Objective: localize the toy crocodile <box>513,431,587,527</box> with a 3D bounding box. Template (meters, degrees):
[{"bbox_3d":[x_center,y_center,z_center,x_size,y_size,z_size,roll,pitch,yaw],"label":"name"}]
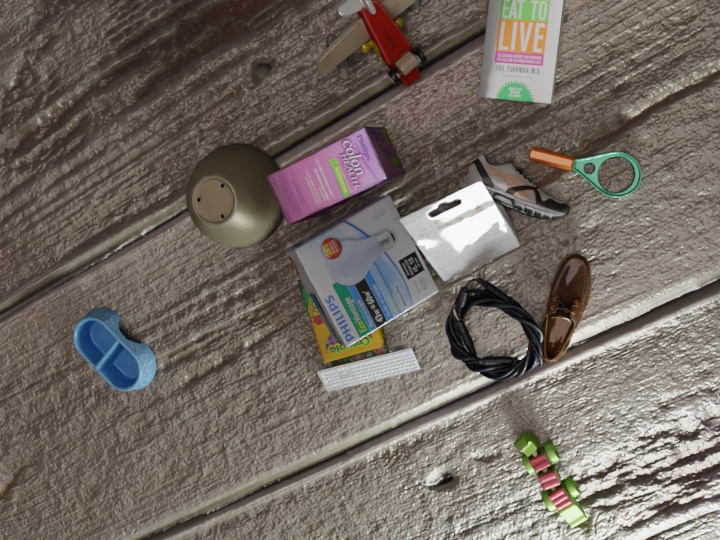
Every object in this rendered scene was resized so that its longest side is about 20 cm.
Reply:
[{"bbox_3d":[0.355,0.389,1.570,0.067,0.062,0.202,-30,91,17],"label":"toy crocodile"}]

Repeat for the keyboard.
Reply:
[{"bbox_3d":[0.015,0.193,1.638,0.197,0.011,0.057,-16,128,16],"label":"keyboard"}]

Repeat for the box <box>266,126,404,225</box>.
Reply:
[{"bbox_3d":[-0.040,-0.172,1.521,0.198,0.176,0.098,-25,92,16],"label":"box"}]

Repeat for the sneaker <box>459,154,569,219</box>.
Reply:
[{"bbox_3d":[0.281,-0.147,1.500,0.197,0.074,0.081,20,87,3],"label":"sneaker"}]

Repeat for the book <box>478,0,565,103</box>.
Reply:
[{"bbox_3d":[0.283,-0.401,1.476,0.131,0.048,0.204,8,102,17],"label":"book"}]

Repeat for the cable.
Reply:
[{"bbox_3d":[0.243,0.122,1.537,0.199,0.051,0.165,36,113,22],"label":"cable"}]

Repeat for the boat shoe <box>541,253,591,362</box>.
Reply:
[{"bbox_3d":[0.368,0.071,1.513,0.071,0.068,0.203,17,102,11],"label":"boat shoe"}]

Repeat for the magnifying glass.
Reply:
[{"bbox_3d":[0.397,-0.183,1.490,0.197,0.022,0.081,16,102,12],"label":"magnifying glass"}]

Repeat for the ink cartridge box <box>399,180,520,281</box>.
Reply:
[{"bbox_3d":[0.175,-0.079,1.486,0.159,0.051,0.200,-25,135,16],"label":"ink cartridge box"}]

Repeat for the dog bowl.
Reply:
[{"bbox_3d":[-0.519,0.169,1.762,0.200,0.050,0.112,44,106,3],"label":"dog bowl"}]

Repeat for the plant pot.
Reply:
[{"bbox_3d":[-0.253,-0.137,1.603,0.197,0.134,0.204,2,100,14],"label":"plant pot"}]

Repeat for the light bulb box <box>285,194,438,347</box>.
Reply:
[{"bbox_3d":[0.000,0.000,1.518,0.198,0.125,0.200,-30,96,-10],"label":"light bulb box"}]

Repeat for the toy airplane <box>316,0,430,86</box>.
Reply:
[{"bbox_3d":[0.025,-0.434,1.483,0.197,0.141,0.202,1,115,-19],"label":"toy airplane"}]

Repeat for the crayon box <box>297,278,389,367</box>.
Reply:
[{"bbox_3d":[-0.030,0.093,1.626,0.125,0.051,0.203,-17,95,16],"label":"crayon box"}]
